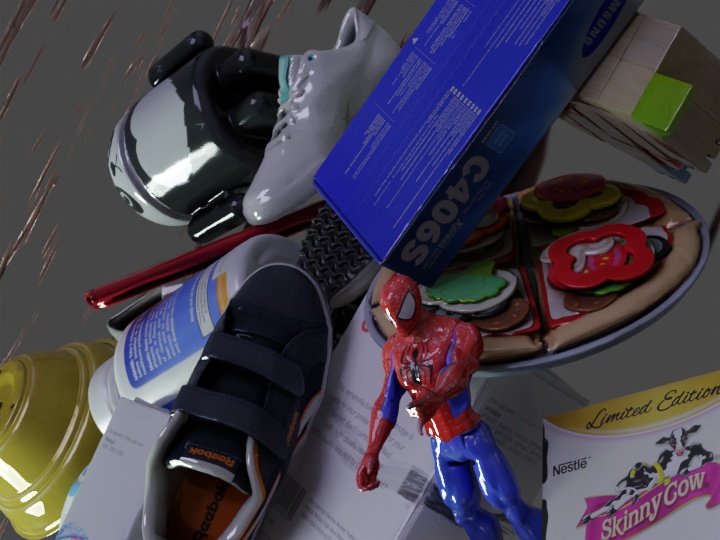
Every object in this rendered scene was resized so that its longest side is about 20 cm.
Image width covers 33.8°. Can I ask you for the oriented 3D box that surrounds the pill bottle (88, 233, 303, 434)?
[{"bbox_3d":[-0.115,0.065,0.897,0.200,0.112,0.113,-32,43,33],"label":"pill bottle"}]

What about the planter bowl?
[{"bbox_3d":[-0.305,0.140,1.103,0.200,0.083,0.201,-31,42,33],"label":"planter bowl"}]

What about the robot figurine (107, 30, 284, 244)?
[{"bbox_3d":[-0.138,-0.120,1.052,0.199,0.125,0.151,-28,32,36],"label":"robot figurine"}]

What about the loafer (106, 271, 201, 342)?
[{"bbox_3d":[-0.133,0.027,0.983,0.199,0.070,0.070,-30,40,33],"label":"loafer"}]

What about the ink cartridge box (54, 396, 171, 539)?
[{"bbox_3d":[-0.123,0.202,0.772,0.084,0.144,0.201,5,69,52],"label":"ink cartridge box"}]

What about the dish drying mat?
[{"bbox_3d":[-0.115,-0.012,0.915,0.199,0.018,0.077,-23,6,-16],"label":"dish drying mat"}]

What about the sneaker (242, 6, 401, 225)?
[{"bbox_3d":[-0.041,-0.122,0.916,0.075,0.089,0.200,-11,36,54],"label":"sneaker"}]

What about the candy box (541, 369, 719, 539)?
[{"bbox_3d":[0.152,0.152,0.540,0.136,0.061,0.201,-23,47,37],"label":"candy box"}]

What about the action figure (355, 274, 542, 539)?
[{"bbox_3d":[0.042,0.103,0.577,0.065,0.201,0.099,-13,15,36],"label":"action figure"}]

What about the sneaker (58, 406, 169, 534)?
[{"bbox_3d":[-0.188,0.182,0.885,0.200,0.076,0.081,-55,2,41],"label":"sneaker"}]

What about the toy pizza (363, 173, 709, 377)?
[{"bbox_3d":[0.094,-0.009,0.671,0.199,0.032,0.201,-15,27,8],"label":"toy pizza"}]

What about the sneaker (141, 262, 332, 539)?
[{"bbox_3d":[-0.069,0.086,0.690,0.078,0.079,0.201,14,78,11],"label":"sneaker"}]

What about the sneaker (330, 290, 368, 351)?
[{"bbox_3d":[0.000,0.000,0.850,0.079,0.074,0.201,-37,35,55],"label":"sneaker"}]

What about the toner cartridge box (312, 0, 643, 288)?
[{"bbox_3d":[0.061,-0.099,0.636,0.200,0.043,0.095,-54,42,14],"label":"toner cartridge box"}]

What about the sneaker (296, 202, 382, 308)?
[{"bbox_3d":[0.043,-0.045,0.796,0.070,0.093,0.200,25,76,44],"label":"sneaker"}]

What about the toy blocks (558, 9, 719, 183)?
[{"bbox_3d":[0.152,-0.102,0.679,0.200,0.136,0.100,35,97,51],"label":"toy blocks"}]

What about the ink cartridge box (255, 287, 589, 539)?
[{"bbox_3d":[0.022,0.123,0.707,0.145,0.085,0.201,28,89,55],"label":"ink cartridge box"}]
